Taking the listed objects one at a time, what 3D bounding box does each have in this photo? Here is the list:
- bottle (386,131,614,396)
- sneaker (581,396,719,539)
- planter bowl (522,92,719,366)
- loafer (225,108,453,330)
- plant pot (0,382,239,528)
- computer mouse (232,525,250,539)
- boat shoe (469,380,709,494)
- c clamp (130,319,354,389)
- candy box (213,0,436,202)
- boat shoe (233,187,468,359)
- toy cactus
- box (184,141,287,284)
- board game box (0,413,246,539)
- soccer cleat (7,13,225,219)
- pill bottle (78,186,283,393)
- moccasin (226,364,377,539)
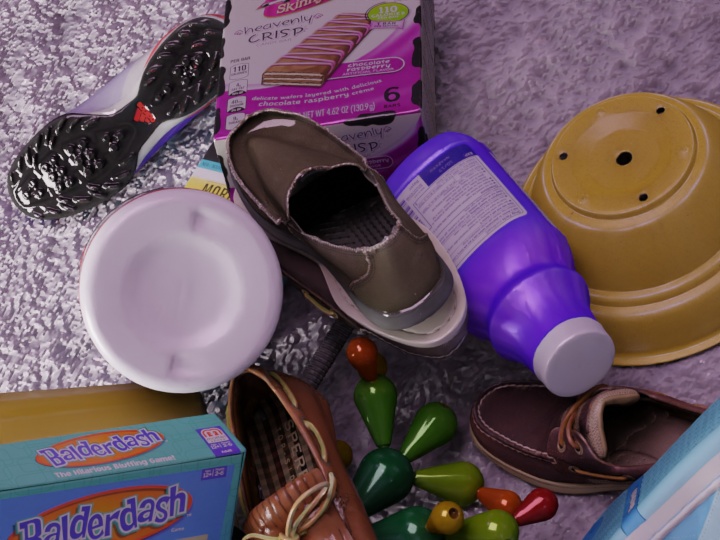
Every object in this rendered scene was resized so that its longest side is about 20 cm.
[{"bbox_3d":[0.084,-0.002,1.520,0.084,0.065,0.200,-44,44,6],"label":"bottle"},{"bbox_3d":[0.198,0.166,1.402,0.200,0.130,0.080,-48,4,27],"label":"sneaker"},{"bbox_3d":[0.172,-0.048,1.568,0.199,0.084,0.201,-12,51,15],"label":"planter bowl"},{"bbox_3d":[-0.017,-0.046,1.483,0.075,0.070,0.200,-38,47,-12],"label":"loafer"},{"bbox_3d":[-0.172,0.152,1.511,0.188,0.201,0.201,-14,49,-8],"label":"plant pot"},{"bbox_3d":[-0.058,0.240,1.433,0.059,0.034,0.201,-18,80,60],"label":"computer mouse"},{"bbox_3d":[0.148,0.092,1.480,0.199,0.072,0.072,16,62,32],"label":"boat shoe"},{"bbox_3d":[-0.041,0.040,1.600,0.171,0.027,0.200,37,82,8],"label":"c clamp"},{"bbox_3d":[-0.021,-0.133,1.661,0.135,0.061,0.201,-8,39,7],"label":"candy box"},{"bbox_3d":[0.000,0.000,1.527,0.072,0.060,0.200,-42,48,-15],"label":"boat shoe"},{"bbox_3d":[0.002,0.132,1.490,0.200,0.103,0.165,33,65,30],"label":"toy cactus"},{"bbox_3d":[-0.074,-0.039,1.693,0.082,0.049,0.201,14,62,31],"label":"box"},{"bbox_3d":[-0.149,0.183,1.397,0.151,0.201,0.045,-6,31,-29],"label":"board game box"},{"bbox_3d":[-0.161,-0.107,1.782,0.200,0.068,0.073,-39,5,10],"label":"soccer cleat"},{"bbox_3d":[-0.109,0.008,1.491,0.114,0.114,0.200,-35,5,-4],"label":"pill bottle"},{"bbox_3d":[-0.033,0.136,1.408,0.073,0.078,0.202,-29,51,22],"label":"moccasin"}]
